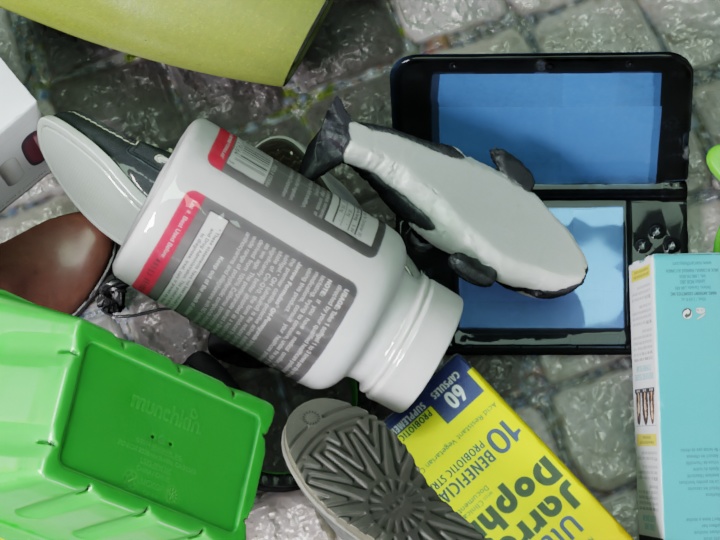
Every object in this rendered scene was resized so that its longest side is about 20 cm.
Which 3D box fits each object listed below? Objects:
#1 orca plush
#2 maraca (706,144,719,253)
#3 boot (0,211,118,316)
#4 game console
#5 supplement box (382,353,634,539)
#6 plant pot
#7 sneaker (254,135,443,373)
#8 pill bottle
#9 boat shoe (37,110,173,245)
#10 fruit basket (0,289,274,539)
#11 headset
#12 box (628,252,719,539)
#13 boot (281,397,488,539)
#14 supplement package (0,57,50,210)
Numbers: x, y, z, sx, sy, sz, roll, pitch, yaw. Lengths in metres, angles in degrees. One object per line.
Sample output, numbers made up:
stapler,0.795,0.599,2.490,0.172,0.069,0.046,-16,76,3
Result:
orca plush,0.046,-0.029,1.486,0.199,0.071,0.106,16,56,-23
maraca,0.293,-0.017,1.508,0.136,0.107,0.202,-9,72,2
boot,-0.253,-0.004,1.497,0.187,0.200,0.069,-26,72,-4
game console,0.118,-0.041,1.524,0.198,0.118,0.172,0,72,5
supplement box,0.090,0.170,1.465,0.109,0.110,0.200,-41,75,-8
plant pot,-0.116,-0.215,1.578,0.199,0.187,0.188,28,77,-1
sneaker,0.000,0.000,1.535,0.073,0.085,0.201,-34,72,8
pill bottle,-0.041,0.003,1.412,0.199,0.111,0.111,30,76,-7
boat shoe,-0.129,-0.044,1.522,0.200,0.076,0.060,42,60,17
fruit basket,-0.181,0.110,1.367,0.214,0.216,0.157,10,73,7
headset,-0.089,0.065,1.544,0.199,0.094,0.124,34,72,-2
box,0.204,0.092,1.471,0.049,0.082,0.202,-2,86,-4
boot,0.002,0.192,1.420,0.072,0.200,0.182,-32,71,-28
supplement package,-0.329,-0.088,1.577,0.200,0.111,0.156,-39,74,-7
